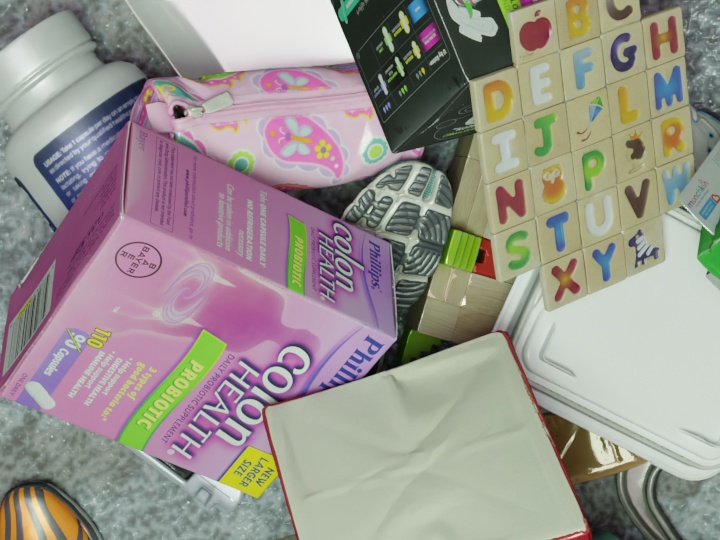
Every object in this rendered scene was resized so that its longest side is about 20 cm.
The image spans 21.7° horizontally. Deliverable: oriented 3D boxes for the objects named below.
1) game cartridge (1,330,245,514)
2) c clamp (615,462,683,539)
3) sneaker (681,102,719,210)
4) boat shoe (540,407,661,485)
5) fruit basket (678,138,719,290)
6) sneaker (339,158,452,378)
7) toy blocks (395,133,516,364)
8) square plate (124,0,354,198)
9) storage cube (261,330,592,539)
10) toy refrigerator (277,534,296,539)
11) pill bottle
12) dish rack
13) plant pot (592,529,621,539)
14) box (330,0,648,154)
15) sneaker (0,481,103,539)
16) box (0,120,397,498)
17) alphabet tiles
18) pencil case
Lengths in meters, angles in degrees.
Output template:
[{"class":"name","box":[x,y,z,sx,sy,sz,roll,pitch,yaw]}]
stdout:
[{"class":"game cartridge","box":[-0.159,0.093,1.340,0.200,0.133,0.041,37,92,-2]},{"class":"c clamp","box":[0.294,0.157,1.365,0.199,0.027,0.172,-27,95,7]},{"class":"sneaker","box":[0.208,-0.104,1.322,0.086,0.075,0.201,-22,104,1]},{"class":"boat shoe","box":[0.127,0.129,1.353,0.199,0.069,0.074,-12,88,9]},{"class":"fruit basket","box":[0.310,-0.034,1.273,0.185,0.200,0.094,43,130,-3]},{"class":"sneaker","box":[0.000,0.000,1.319,0.077,0.080,0.201,21,120,-14]},{"class":"toy blocks","box":[0.120,-0.013,1.330,0.136,0.100,0.201,16,92,-9]},{"class":"square plate","box":[-0.039,-0.178,1.347,0.198,0.028,0.201,-34,94,9]},{"class":"storage cube","box":[0.049,0.176,1.193,0.170,0.201,0.180,-17,136,-2]},{"class":"toy refrigerator","box":[-0.056,0.240,1.381,0.199,0.076,0.070,-18,96,6]},{"class":"pill bottle","box":[-0.180,-0.077,1.326,0.119,0.120,0.200,-36,94,8]},{"class":"dish rack","box":[0.202,0.037,1.279,0.199,0.044,0.172,26,87,-13]},{"class":"plant pot","box":[0.173,0.281,1.314,0.200,0.201,0.161,37,87,-1]},{"class":"box","box":[0.067,-0.201,1.236,0.148,0.124,0.201,-17,79,-28]},{"class":"sneaker","box":[-0.222,0.258,1.378,0.077,0.112,0.201,-18,96,7]},{"class":"box","box":[-0.106,0.031,1.220,0.199,0.097,0.176,24,126,-23]},{"class":"alphabet tiles","box":[0.145,-0.081,1.193,0.166,0.006,0.201,-21,115,-26]},{"class":"pencil case","box":[-0.056,-0.096,1.267,0.199,0.087,0.088,-7,98,-23]}]
